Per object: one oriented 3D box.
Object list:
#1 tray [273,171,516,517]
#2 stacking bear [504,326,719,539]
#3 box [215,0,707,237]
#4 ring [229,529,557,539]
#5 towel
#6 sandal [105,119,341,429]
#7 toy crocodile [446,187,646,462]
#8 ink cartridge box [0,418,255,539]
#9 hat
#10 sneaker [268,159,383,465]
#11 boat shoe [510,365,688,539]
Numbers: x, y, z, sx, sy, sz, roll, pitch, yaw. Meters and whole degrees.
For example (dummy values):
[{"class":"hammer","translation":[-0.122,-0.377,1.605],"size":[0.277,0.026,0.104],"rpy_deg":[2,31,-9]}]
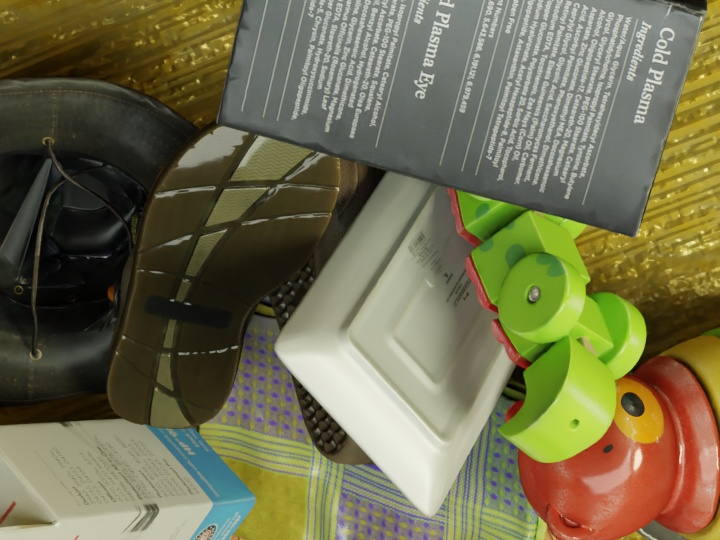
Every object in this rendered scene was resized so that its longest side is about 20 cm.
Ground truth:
[{"class":"tray","translation":[0.039,0.010,1.138],"size":[0.107,0.200,0.022],"rpy_deg":[47,132,-14]},{"class":"stacking bear","translation":[0.167,0.076,1.153],"size":[0.199,0.122,0.114],"rpy_deg":[-7,153,-22]},{"class":"box","translation":[0.049,-0.117,1.075],"size":[0.181,0.200,0.105],"rpy_deg":[15,114,2]},{"class":"ring","translation":[0.022,0.163,1.309],"size":[0.199,0.019,0.201],"rpy_deg":[4,116,7]},{"class":"towel","translation":[0.001,0.093,1.227],"size":[0.199,0.023,0.144],"rpy_deg":[20,118,24]},{"class":"sandal","translation":[-0.068,-0.006,1.165],"size":[0.081,0.055,0.201],"rpy_deg":[13,131,-11]},{"class":"toy crocodile","translation":[0.074,-0.006,1.115],"size":[0.062,0.201,0.067],"rpy_deg":[-34,142,23]},{"class":"ink cartridge box","translation":[-0.155,0.133,1.187],"size":[0.067,0.200,0.116],"rpy_deg":[47,112,24]},{"class":"hat","translation":[-0.156,-0.028,1.213],"size":[0.199,0.081,0.202],"rpy_deg":[-4,124,-6]},{"class":"sneaker","translation":[0.000,0.000,1.177],"size":[0.075,0.201,0.070],"rpy_deg":[4,154,-31]},{"class":"boat shoe","translation":[0.095,0.067,1.229],"size":[0.201,0.072,0.061],"rpy_deg":[46,118,-5]}]
